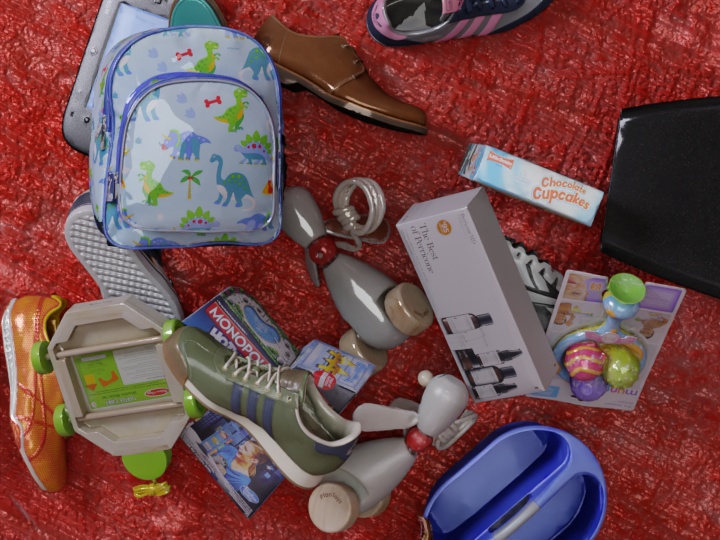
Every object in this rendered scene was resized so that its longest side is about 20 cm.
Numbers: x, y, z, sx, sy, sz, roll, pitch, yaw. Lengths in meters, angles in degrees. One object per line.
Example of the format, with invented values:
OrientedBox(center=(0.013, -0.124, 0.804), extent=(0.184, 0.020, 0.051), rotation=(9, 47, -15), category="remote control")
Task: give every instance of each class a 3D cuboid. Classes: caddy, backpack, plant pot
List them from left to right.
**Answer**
OrientedBox(center=(-0.153, -0.121, 1.338), extent=(0.181, 0.147, 0.202), rotation=(-1, 94, -16), category="backpack")
OrientedBox(center=(0.151, 0.241, 1.466), extent=(0.200, 0.105, 0.142), rotation=(-41, 92, 2), category="caddy")
OrientedBox(center=(0.327, -0.075, 1.414), extent=(0.176, 0.199, 0.202), rotation=(9, 94, 9), category="plant pot")

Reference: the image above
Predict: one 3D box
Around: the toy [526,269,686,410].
OrientedBox(center=(0.234, 0.084, 1.425), extent=(0.114, 0.047, 0.201), rotation=(9, 136, -1), category="toy")

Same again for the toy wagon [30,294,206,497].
OrientedBox(center=(-0.225, 0.124, 1.419), extent=(0.154, 0.040, 0.201), rotation=(-9, 110, 18), category="toy wagon")

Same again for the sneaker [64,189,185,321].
OrientedBox(center=(-0.228, 0.006, 1.467), extent=(0.078, 0.080, 0.201), rotation=(-19, 118, 6), category="sneaker")

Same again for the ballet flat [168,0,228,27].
OrientedBox(center=(-0.137, -0.182, 1.446), extent=(0.067, 0.072, 0.201), rotation=(-13, 109, 16), category="ballet flat")

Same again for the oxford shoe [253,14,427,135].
OrientedBox(center=(-0.016, -0.193, 1.457), extent=(0.199, 0.071, 0.072), rotation=(26, 89, -1), category="oxford shoe")

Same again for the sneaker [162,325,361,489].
OrientedBox(center=(-0.082, 0.109, 1.349), extent=(0.200, 0.067, 0.090), rotation=(44, 124, -12), category="sneaker")

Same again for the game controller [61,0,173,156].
OrientedBox(center=(-0.226, -0.204, 1.466), extent=(0.104, 0.042, 0.201), rotation=(19, 93, -2), category="game controller")

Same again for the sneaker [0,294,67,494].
OrientedBox(center=(-0.311, 0.124, 1.470), extent=(0.076, 0.073, 0.202), rotation=(-6, 94, 1), category="sneaker")

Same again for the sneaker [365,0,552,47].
OrientedBox(center=(0.104, -0.263, 1.446), extent=(0.198, 0.082, 0.071), rotation=(-17, 93, 0), category="sneaker")

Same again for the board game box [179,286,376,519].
OrientedBox(center=(-0.095, 0.112, 1.430), extent=(0.199, 0.062, 0.200), rotation=(-34, 98, 29), category="board game box")

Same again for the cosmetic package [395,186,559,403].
OrientedBox(center=(0.113, 0.026, 1.403), extent=(0.082, 0.051, 0.201), rotation=(-14, 110, 31), category="cosmetic package")

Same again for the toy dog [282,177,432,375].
OrientedBox(center=(0.000, 0.000, 1.456), extent=(0.131, 0.096, 0.201), rotation=(-15, 97, 26), category="toy dog")

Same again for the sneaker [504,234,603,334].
OrientedBox(center=(0.165, 0.028, 1.471), extent=(0.199, 0.066, 0.091), rotation=(31, 91, -7), category="sneaker")

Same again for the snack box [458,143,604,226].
OrientedBox(center=(0.158, -0.084, 1.399), extent=(0.115, 0.200, 0.037), rotation=(21, 95, -2), category="snack box")

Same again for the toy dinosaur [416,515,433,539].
OrientedBox(center=(-0.014, 0.350, 1.470), extent=(0.105, 0.181, 0.200), rotation=(50, 59, -20), category="toy dinosaur")

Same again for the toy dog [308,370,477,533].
OrientedBox(center=(0.015, 0.167, 1.459), extent=(0.200, 0.132, 0.096), rotation=(-43, 73, -3), category="toy dog")
